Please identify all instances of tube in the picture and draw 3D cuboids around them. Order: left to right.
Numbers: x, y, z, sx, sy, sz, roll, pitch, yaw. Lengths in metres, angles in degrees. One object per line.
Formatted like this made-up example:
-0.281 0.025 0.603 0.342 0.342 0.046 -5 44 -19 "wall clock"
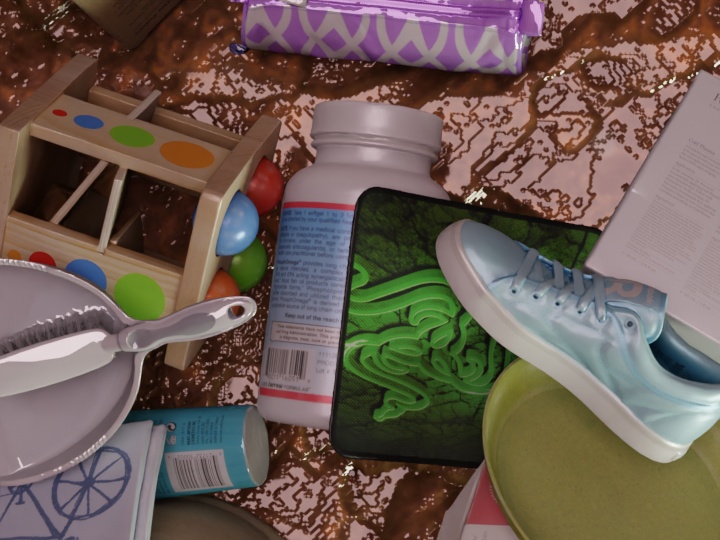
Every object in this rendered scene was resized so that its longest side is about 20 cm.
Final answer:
-0.160 0.119 1.113 0.200 0.050 0.078 -6 89 13 "tube"

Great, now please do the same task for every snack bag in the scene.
-0.210 0.184 1.030 0.188 0.021 0.200 -11 50 18 "snack bag"

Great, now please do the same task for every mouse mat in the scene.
0.072 0.041 1.077 0.200 0.008 0.161 8 86 -32 "mouse mat"

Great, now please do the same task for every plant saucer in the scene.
0.158 0.131 1.058 0.200 0.200 0.031 39 134 7 "plant saucer"

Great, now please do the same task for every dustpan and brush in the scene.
-0.153 0.043 1.018 0.200 0.057 0.140 -17 101 5 "dustpan and brush"

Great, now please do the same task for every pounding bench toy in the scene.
-0.142 -0.004 1.102 0.156 0.124 0.200 19 120 6 "pounding bench toy"

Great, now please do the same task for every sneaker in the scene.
0.139 0.024 1.042 0.200 0.074 0.082 38 121 -10 "sneaker"

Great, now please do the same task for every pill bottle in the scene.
0.000 0.000 1.097 0.109 0.109 0.200 7 87 6 "pill bottle"

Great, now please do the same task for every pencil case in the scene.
0.017 -0.172 1.121 0.200 0.085 0.084 5 90 5 "pencil case"

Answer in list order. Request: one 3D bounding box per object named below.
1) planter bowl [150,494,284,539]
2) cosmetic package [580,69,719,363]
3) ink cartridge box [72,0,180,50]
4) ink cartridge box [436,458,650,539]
-0.128 0.240 1.079 0.200 0.135 0.201 0 86 6 "planter bowl"
0.257 -0.009 1.089 0.200 0.052 0.151 31 79 7 "cosmetic package"
-0.120 -0.249 1.100 0.075 0.165 0.200 43 90 9 "ink cartridge box"
0.138 0.210 1.046 0.200 0.117 0.068 28 131 -4 "ink cartridge box"
